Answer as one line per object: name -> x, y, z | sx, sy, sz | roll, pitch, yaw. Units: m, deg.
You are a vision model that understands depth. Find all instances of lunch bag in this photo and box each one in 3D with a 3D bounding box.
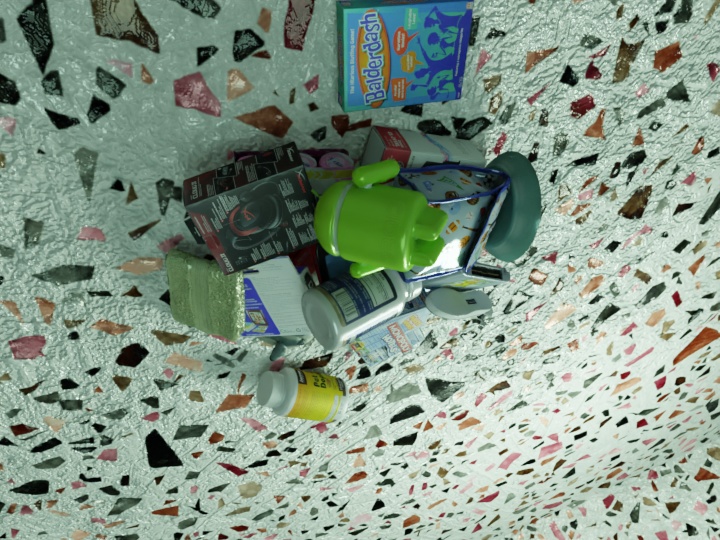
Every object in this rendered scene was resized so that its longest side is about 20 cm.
lunch bag -> 0.152, -0.083, 0.893 | 0.199, 0.124, 0.170 | -11, 135, -28

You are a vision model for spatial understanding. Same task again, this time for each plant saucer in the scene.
plant saucer -> 0.251, -0.115, 0.959 | 0.036, 0.200, 0.200 | -3, 130, -19

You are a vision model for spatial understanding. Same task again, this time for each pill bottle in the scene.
pill bottle -> -0.133, 0.287, 1.223 | 0.200, 0.109, 0.109 | 18, 121, -33
pill bottle -> 0.007, 0.048, 0.920 | 0.200, 0.111, 0.111 | -25, 138, -28

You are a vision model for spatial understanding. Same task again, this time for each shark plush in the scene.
shark plush -> -0.135, 0.116, 1.066 | 0.200, 0.091, 0.083 | -16, 113, 37

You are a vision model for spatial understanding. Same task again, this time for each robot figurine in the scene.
robot figurine -> 0.021, -0.066, 0.763 | 0.199, 0.116, 0.176 | 13, 126, 18

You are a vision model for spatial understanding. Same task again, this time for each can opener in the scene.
can opener -> 0.239, 0.081, 1.241 | 0.200, 0.053, 0.067 | 28, 83, -36

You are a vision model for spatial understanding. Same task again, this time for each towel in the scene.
towel -> -0.281, 0.051, 0.962 | 0.148, 0.037, 0.200 | 15, 135, 1

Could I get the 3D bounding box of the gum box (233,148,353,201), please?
gum box -> -0.109, -0.138, 0.891 | 0.199, 0.066, 0.114 | -5, 132, -17

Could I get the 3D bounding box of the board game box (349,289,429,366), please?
board game box -> 0.077, 0.129, 1.190 | 0.199, 0.062, 0.200 | -27, 137, 5

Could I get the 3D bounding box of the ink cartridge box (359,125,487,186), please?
ink cartridge box -> 0.102, -0.162, 0.941 | 0.199, 0.083, 0.146 | 2, 128, -22

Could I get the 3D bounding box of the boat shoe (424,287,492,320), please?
boat shoe -> 0.200, 0.081, 1.137 | 0.200, 0.071, 0.070 | -2, 146, -44

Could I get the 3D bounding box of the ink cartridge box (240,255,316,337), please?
ink cartridge box -> -0.175, 0.043, 0.978 | 0.197, 0.043, 0.200 | -5, 132, 20

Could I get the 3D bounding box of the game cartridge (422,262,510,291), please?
game cartridge -> 0.208, 0.015, 1.105 | 0.133, 0.041, 0.200 | -11, 167, 42

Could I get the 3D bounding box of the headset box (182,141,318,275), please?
headset box -> -0.167, -0.089, 0.813 | 0.199, 0.075, 0.149 | -21, 134, -2

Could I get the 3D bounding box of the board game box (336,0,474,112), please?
board game box -> 0.064, -0.331, 0.807 | 0.199, 0.045, 0.152 | -10, 132, -12

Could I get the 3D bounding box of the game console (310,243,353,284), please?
game console -> 0.000, 0.000, 0.986 | 0.176, 0.031, 0.201 | -23, 116, -26

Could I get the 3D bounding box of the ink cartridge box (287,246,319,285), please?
ink cartridge box -> -0.066, 0.000, 1.028 | 0.200, 0.067, 0.116 | 27, 115, -36

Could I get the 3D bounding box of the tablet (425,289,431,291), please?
tablet -> 0.112, -0.022, 1.115 | 0.130, 0.014, 0.200 | -10, 133, -13
